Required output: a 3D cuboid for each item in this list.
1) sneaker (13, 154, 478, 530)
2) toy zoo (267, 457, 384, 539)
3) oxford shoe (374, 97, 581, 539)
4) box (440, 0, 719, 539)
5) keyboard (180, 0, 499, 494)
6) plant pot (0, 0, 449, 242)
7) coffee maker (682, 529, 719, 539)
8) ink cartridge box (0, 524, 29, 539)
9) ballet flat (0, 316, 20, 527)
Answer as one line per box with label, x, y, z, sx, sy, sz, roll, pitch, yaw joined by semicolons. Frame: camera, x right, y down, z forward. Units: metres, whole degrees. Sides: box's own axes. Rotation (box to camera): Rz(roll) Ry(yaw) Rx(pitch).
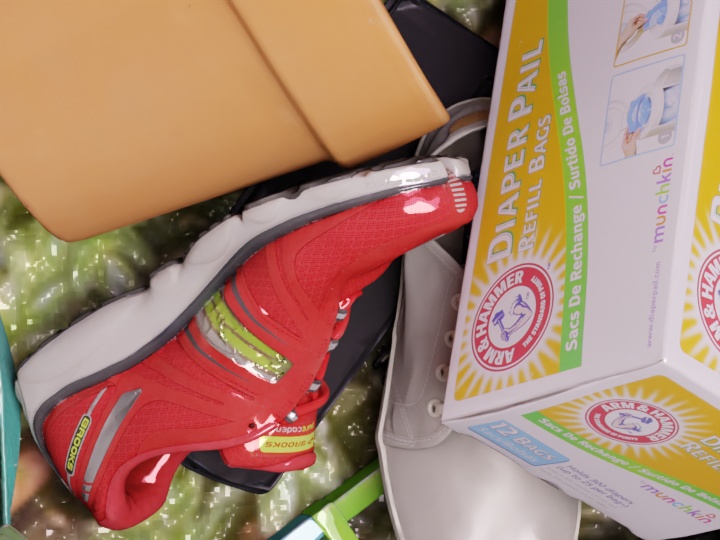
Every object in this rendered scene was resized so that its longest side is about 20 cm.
sneaker;-0.029;0.027;1.007;0.200;0.077;0.085;-34;79;27
toy zoo;-0.025;0.175;1.074;0.200;0.020;0.131;-37;98;-13
oxford shoe;0.045;0.033;1.029;0.075;0.058;0.201;1;82;-6
box;0.112;-0.024;0.984;0.112;0.101;0.201;29;58;-35
keyboard;0.000;0.000;1.086;0.104;0.040;0.200;35;81;12
plant pot;-0.078;-0.102;0.989;0.140;0.200;0.200;-32;97;3
coffee maker;0.186;0.070;1.016;0.134;0.192;0.201;20;64;-21
ink cartridge box;-0.144;0.206;0.981;0.200;0.048;0.146;-45;124;-13
ballet flat;-0.150;0.078;1.017;0.067;0.070;0.201;-4;89;-15
